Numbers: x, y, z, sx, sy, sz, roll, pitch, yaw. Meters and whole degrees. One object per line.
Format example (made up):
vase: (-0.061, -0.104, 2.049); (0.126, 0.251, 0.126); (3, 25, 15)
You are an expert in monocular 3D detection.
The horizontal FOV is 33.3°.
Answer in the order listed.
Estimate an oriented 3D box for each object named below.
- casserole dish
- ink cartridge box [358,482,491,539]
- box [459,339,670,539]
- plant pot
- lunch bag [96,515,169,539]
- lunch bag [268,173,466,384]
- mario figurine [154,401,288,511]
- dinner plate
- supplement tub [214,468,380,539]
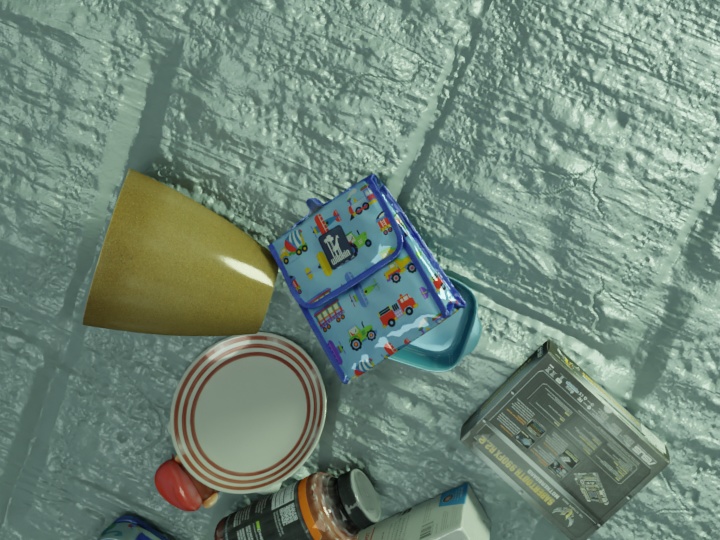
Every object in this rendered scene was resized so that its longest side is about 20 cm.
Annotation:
casserole dish: (0.048, 0.044, 1.431); (0.198, 0.039, 0.122); (18, 108, 4)
ink cartridge box: (0.057, 0.350, 1.476); (0.199, 0.116, 0.067); (-28, 101, 16)
box: (0.243, 0.207, 1.438); (0.200, 0.048, 0.159); (41, 109, -3)
plant pot: (-0.202, 0.002, 1.402); (0.198, 0.187, 0.188); (18, 108, -9)
lunch bag: (-0.275, 0.428, 1.572); (0.199, 0.083, 0.162); (32, 109, 0)
lunch bag: (0.000, 0.000, 1.374); (0.150, 0.094, 0.201); (-34, 85, 18)
mario figurine: (-0.167, 0.228, 1.515); (0.199, 0.106, 0.124); (-26, 64, 5)
dinner plate: (-0.135, 0.172, 1.459); (0.198, 0.024, 0.202); (-6, 66, 14)
supplement tub: (-0.075, 0.319, 1.494); (0.199, 0.107, 0.108); (-28, 99, 16)
